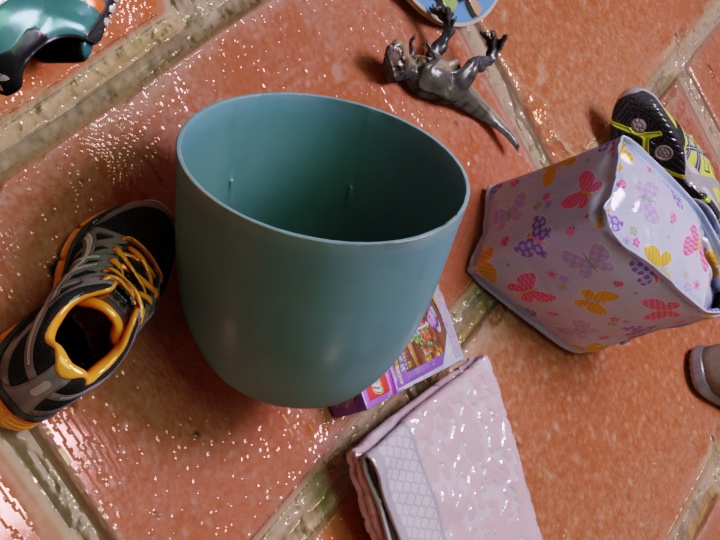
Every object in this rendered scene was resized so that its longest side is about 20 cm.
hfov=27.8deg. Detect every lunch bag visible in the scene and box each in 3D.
[{"bbox_3d":[0.225,-0.011,1.310,0.199,0.169,0.128,37,54,-28],"label":"lunch bag"}]

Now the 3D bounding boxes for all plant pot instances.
[{"bbox_3d":[-0.038,-0.005,1.005,0.200,0.199,0.162,-29,141,-48],"label":"plant pot"}]

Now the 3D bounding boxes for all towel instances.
[{"bbox_3d":[0.077,0.194,1.158,0.190,0.032,0.202,-30,108,-48],"label":"towel"}]

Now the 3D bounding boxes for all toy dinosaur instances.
[{"bbox_3d":[0.087,-0.184,1.316,0.199,0.047,0.089,23,82,-41],"label":"toy dinosaur"}]

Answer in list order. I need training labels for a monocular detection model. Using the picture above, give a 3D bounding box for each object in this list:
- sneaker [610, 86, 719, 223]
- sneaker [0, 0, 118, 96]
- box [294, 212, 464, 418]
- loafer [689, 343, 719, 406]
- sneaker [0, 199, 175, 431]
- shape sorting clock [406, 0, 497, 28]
[{"bbox_3d":[0.320,-0.121,1.536,0.200,0.075,0.077,52,36,-35],"label":"sneaker"},{"bbox_3d":[-0.200,-0.186,0.999,0.200,0.071,0.080,-42,112,-41],"label":"sneaker"},{"bbox_3d":[0.000,0.000,1.162,0.136,0.039,0.202,-20,91,-50],"label":"box"},{"bbox_3d":[0.431,0.125,1.556,0.199,0.069,0.076,20,62,-41],"label":"loafer"},{"bbox_3d":[-0.166,0.023,0.948,0.078,0.077,0.201,48,44,-21],"label":"sneaker"},{"bbox_3d":[0.078,-0.327,1.351,0.199,0.039,0.203,10,75,-43],"label":"shape sorting clock"}]
